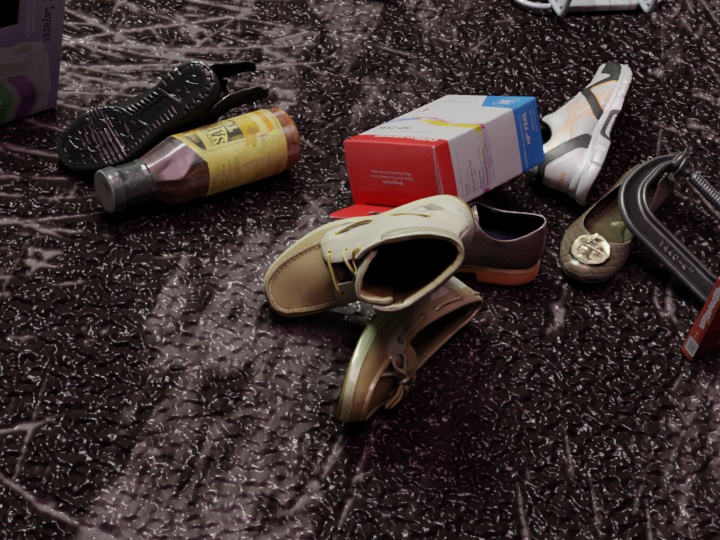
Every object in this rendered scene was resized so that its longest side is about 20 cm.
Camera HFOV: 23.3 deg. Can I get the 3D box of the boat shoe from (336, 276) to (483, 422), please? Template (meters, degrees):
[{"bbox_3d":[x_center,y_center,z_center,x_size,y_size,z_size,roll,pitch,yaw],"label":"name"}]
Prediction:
[{"bbox_3d":[0.042,0.067,1.516,0.063,0.074,0.201,24,38,14],"label":"boat shoe"}]

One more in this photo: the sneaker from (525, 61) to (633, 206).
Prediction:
[{"bbox_3d":[0.223,-0.153,1.777,0.079,0.074,0.201,20,45,7],"label":"sneaker"}]

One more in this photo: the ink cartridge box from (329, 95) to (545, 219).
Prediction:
[{"bbox_3d":[0.068,-0.106,1.642,0.115,0.068,0.199,6,24,42],"label":"ink cartridge box"}]

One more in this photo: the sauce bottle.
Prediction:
[{"bbox_3d":[-0.151,-0.100,1.624,0.199,0.066,0.066,-20,55,-33],"label":"sauce bottle"}]

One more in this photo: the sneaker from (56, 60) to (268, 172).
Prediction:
[{"bbox_3d":[-0.186,-0.145,1.659,0.199,0.104,0.060,-29,82,3],"label":"sneaker"}]

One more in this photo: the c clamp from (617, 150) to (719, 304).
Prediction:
[{"bbox_3d":[0.347,-0.044,1.713,0.200,0.027,0.171,40,59,-2],"label":"c clamp"}]

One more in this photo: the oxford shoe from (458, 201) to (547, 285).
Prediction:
[{"bbox_3d":[0.077,-0.037,1.622,0.198,0.073,0.072,2,47,-13],"label":"oxford shoe"}]

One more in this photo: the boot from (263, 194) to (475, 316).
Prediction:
[{"bbox_3d":[0.000,0.000,1.480,0.198,0.073,0.155,-20,11,10],"label":"boot"}]

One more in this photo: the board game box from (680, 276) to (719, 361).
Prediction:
[{"bbox_3d":[0.395,0.021,1.636,0.198,0.103,0.020,-17,56,-29],"label":"board game box"}]

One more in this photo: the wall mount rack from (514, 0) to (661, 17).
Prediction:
[{"bbox_3d":[0.254,-0.360,1.983,0.198,0.075,0.175,-5,49,-21],"label":"wall mount rack"}]

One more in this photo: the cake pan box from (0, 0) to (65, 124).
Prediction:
[{"bbox_3d":[-0.356,-0.213,1.581,0.183,0.201,0.052,-23,54,-36],"label":"cake pan box"}]

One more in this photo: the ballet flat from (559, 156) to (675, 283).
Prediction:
[{"bbox_3d":[0.255,-0.055,1.709,0.067,0.047,0.200,33,47,16],"label":"ballet flat"}]
